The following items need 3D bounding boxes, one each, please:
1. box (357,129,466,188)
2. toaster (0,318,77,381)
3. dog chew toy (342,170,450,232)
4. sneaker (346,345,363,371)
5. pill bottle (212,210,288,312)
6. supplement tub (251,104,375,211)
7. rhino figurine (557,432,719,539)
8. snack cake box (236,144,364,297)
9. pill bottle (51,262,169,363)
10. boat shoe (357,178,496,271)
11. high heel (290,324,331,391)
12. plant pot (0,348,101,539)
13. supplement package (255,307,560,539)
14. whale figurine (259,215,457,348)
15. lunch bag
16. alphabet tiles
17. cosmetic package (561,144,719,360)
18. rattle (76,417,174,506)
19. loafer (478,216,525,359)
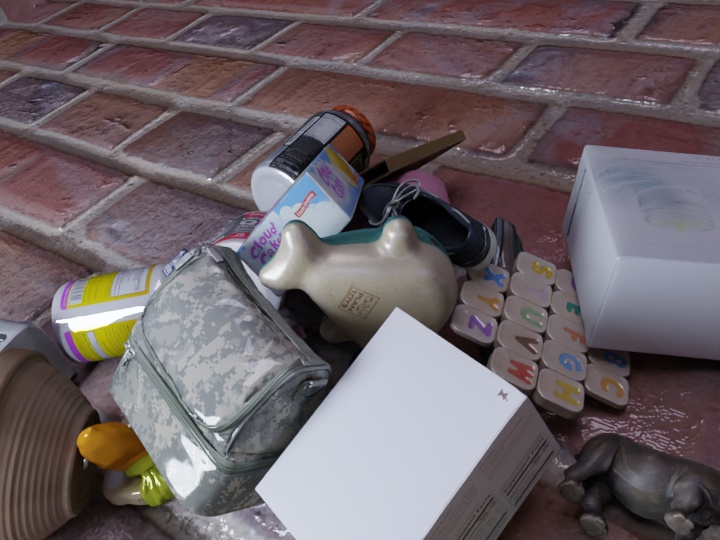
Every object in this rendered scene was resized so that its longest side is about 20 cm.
[{"bbox_3d":[0.037,-0.135,0.968,0.162,0.022,0.198,-24,3,42],"label":"box"},{"bbox_3d":[-0.473,0.145,0.826,0.176,0.121,0.202,6,43,25],"label":"toaster"},{"bbox_3d":[0.025,-0.050,0.910,0.195,0.126,0.126,-17,37,11],"label":"dog chew toy"},{"bbox_3d":[0.067,0.131,0.726,0.196,0.074,0.083,15,64,38],"label":"sneaker"},{"bbox_3d":[-0.133,-0.010,0.884,0.107,0.114,0.201,-9,18,6],"label":"pill bottle"},{"bbox_3d":[-0.064,-0.158,1.059,0.120,0.125,0.201,14,45,31],"label":"supplement tub"},{"bbox_3d":[0.269,0.191,0.581,0.195,0.061,0.087,13,35,25],"label":"rhino figurine"},{"bbox_3d":[-0.061,-0.064,0.787,0.115,0.067,0.201,-44,11,15],"label":"snack cake box"},{"bbox_3d":[-0.277,0.050,0.887,0.194,0.106,0.106,-10,38,7],"label":"pill bottle"},{"bbox_3d":[0.061,-0.058,0.786,0.199,0.061,0.076,35,95,40],"label":"boat shoe"},{"bbox_3d":[-0.089,0.120,0.767,0.093,0.069,0.201,-12,32,-14],"label":"high heel"},{"bbox_3d":[-0.313,0.184,0.684,0.090,0.205,0.203,8,39,-5],"label":"plant pot"},{"bbox_3d":[0.040,0.167,0.592,0.201,0.111,0.155,-50,47,-9],"label":"supplement package"},{"bbox_3d":[0.000,0.000,0.689,0.196,0.161,0.105,18,35,-23],"label":"whale figurine"},{"bbox_3d":[-0.126,0.094,0.659,0.200,0.170,0.138,44,20,33],"label":"lunch bag"},{"bbox_3d":[0.193,0.058,0.731,0.192,0.015,0.202,25,43,4],"label":"alphabet tiles"},{"bbox_3d":[0.333,-0.022,0.738,0.193,0.125,0.203,5,42,2],"label":"cosmetic package"},{"bbox_3d":[-0.231,0.133,0.751,0.128,0.143,0.203,-21,40,32],"label":"rattle"},{"bbox_3d":[0.175,0.023,0.822,0.061,0.073,0.203,12,49,1],"label":"loafer"}]
